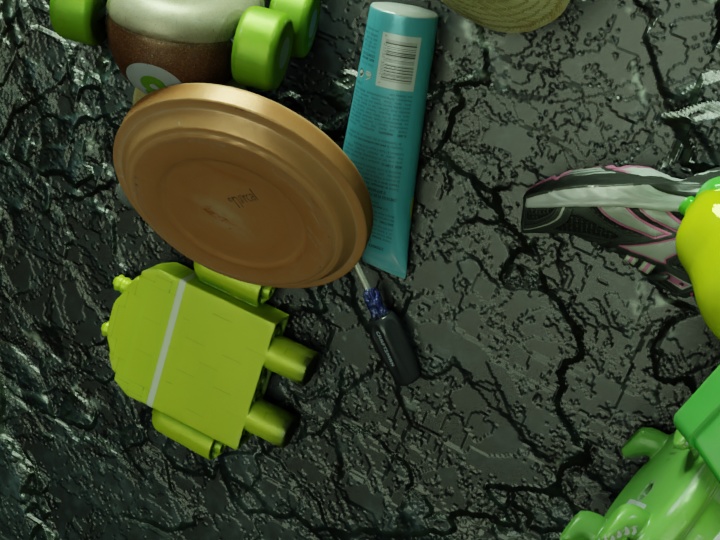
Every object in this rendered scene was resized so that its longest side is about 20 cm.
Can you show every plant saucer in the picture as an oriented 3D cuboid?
[{"bbox_3d":[-0.089,-0.050,0.744,0.198,0.033,0.201,13,145,10],"label":"plant saucer"}]

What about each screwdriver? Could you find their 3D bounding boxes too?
[{"bbox_3d":[0.000,0.000,0.795,0.029,0.028,0.202,7,123,64],"label":"screwdriver"}]

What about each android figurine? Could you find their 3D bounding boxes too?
[{"bbox_3d":[-0.135,0.070,0.871,0.198,0.041,0.184,22,109,15],"label":"android figurine"}]

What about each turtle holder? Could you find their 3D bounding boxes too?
[{"bbox_3d":[0.241,0.171,0.705,0.131,0.186,0.141,40,145,6],"label":"turtle holder"}]

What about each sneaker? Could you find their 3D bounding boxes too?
[{"bbox_3d":[0.205,-0.023,0.695,0.198,0.080,0.087,3,104,22],"label":"sneaker"}]

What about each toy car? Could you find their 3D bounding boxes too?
[{"bbox_3d":[-0.134,-0.126,0.777,0.162,0.158,0.202,15,120,6],"label":"toy car"}]

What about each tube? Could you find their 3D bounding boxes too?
[{"bbox_3d":[0.017,-0.097,0.772,0.077,0.050,0.202,22,115,26],"label":"tube"}]

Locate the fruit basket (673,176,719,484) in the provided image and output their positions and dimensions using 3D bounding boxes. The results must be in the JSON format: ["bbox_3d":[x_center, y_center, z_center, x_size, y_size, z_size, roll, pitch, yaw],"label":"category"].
[{"bbox_3d":[0.272,0.034,0.593,0.154,0.216,0.218,10,109,-15],"label":"fruit basket"}]

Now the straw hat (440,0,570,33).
[{"bbox_3d":[0.039,-0.223,0.650,0.201,0.085,0.202,44,155,26],"label":"straw hat"}]
